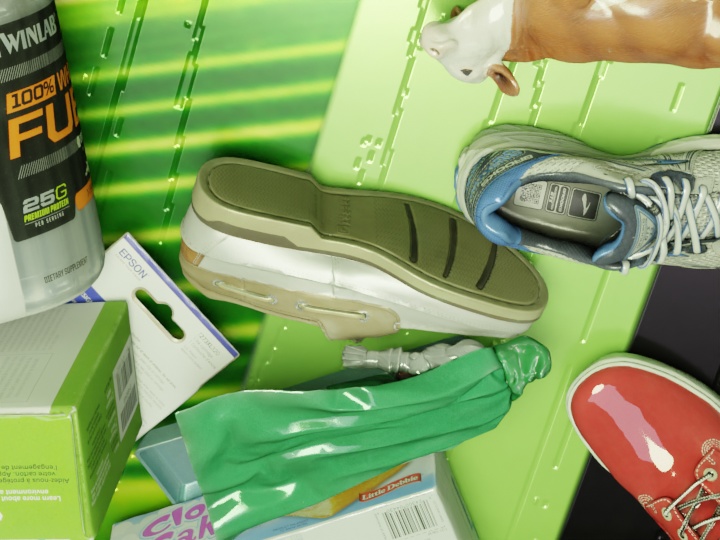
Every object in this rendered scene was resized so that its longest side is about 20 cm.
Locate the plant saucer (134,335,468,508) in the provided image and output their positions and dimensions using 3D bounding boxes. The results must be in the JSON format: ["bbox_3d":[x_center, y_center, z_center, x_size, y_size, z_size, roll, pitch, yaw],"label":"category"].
[{"bbox_3d":[-0.023,0.084,1.203,0.199,0.019,0.070,-18,141,8],"label":"plant saucer"}]

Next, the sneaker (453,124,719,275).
[{"bbox_3d":[0.149,-0.027,1.133,0.199,0.085,0.077,2,110,2],"label":"sneaker"}]

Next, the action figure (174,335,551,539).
[{"bbox_3d":[0.007,0.076,1.143,0.199,0.055,0.118,-16,140,-4],"label":"action figure"}]

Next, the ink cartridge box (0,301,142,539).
[{"bbox_3d":[-0.227,0.078,1.124,0.199,0.148,0.076,-3,110,6],"label":"ink cartridge box"}]

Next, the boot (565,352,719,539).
[{"bbox_3d":[0.192,0.136,1.159,0.200,0.144,0.072,42,108,-10],"label":"boot"}]

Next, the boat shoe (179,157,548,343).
[{"bbox_3d":[0.000,0.000,1.164,0.199,0.075,0.069,19,126,-4],"label":"boat shoe"}]

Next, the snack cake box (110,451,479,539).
[{"bbox_3d":[-0.032,0.178,1.219,0.199,0.067,0.115,-18,117,9],"label":"snack cake box"}]

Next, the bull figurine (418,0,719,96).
[{"bbox_3d":[0.130,-0.144,1.095,0.199,0.065,0.122,0,143,-5],"label":"bull figurine"}]

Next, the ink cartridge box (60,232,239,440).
[{"bbox_3d":[-0.170,0.068,1.211,0.200,0.037,0.095,-38,103,17],"label":"ink cartridge box"}]

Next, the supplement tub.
[{"bbox_3d":[-0.208,-0.080,1.113,0.122,0.123,0.201,-8,110,6],"label":"supplement tub"}]
